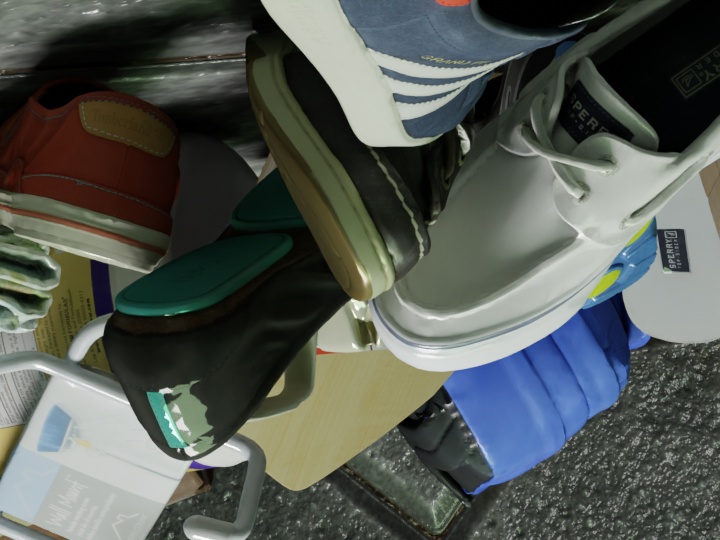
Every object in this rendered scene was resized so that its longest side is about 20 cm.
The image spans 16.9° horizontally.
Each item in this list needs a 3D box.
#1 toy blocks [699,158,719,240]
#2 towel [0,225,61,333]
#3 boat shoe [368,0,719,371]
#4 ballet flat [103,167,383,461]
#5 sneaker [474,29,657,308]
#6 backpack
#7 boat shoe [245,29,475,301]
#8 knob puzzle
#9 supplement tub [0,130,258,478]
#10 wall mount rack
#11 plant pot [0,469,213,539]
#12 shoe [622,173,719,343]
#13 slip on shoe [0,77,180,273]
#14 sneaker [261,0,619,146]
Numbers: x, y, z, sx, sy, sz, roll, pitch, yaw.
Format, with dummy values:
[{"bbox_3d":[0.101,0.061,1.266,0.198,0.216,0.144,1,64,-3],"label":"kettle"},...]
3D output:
[{"bbox_3d":[0.212,-0.035,0.917,0.200,0.137,0.100,-12,160,-8],"label":"toy blocks"},{"bbox_3d":[-0.235,-0.009,0.903,0.200,0.048,0.171,6,-179,37],"label":"towel"},{"bbox_3d":[0.079,-0.047,0.812,0.200,0.074,0.065,-43,160,-4],"label":"boat shoe"},{"bbox_3d":[-0.025,0.006,0.850,0.068,0.069,0.200,2,-156,32],"label":"ballet flat"},{"bbox_3d":[0.075,-0.035,0.953,0.071,0.083,0.200,-22,157,-14],"label":"sneaker"},{"bbox_3d":[0.076,0.023,1.348,0.168,0.163,0.200,-38,175,-2],"label":"backpack"},{"bbox_3d":[0.003,-0.049,0.772,0.066,0.072,0.201,-24,-163,0],"label":"boat shoe"},{"bbox_3d":[0.000,0.000,0.997,0.030,0.220,0.219,37,-156,33],"label":"knob puzzle"},{"bbox_3d":[-0.140,0.026,1.055,0.200,0.146,0.145,-11,174,24],"label":"supplement tub"},{"bbox_3d":[-0.138,0.089,0.960,0.174,0.075,0.200,22,136,-9],"label":"wall mount rack"},{"bbox_3d":[-0.198,0.079,1.381,0.198,0.201,0.200,-17,174,3],"label":"plant pot"},{"bbox_3d":[0.145,-0.057,1.080,0.071,0.091,0.200,4,147,11],"label":"shoe"},{"bbox_3d":[-0.103,-0.039,0.888,0.074,0.061,0.200,17,180,-15],"label":"slip on shoe"},{"bbox_3d":[0.032,-0.077,0.625,0.084,0.075,0.200,-5,175,11],"label":"sneaker"}]
